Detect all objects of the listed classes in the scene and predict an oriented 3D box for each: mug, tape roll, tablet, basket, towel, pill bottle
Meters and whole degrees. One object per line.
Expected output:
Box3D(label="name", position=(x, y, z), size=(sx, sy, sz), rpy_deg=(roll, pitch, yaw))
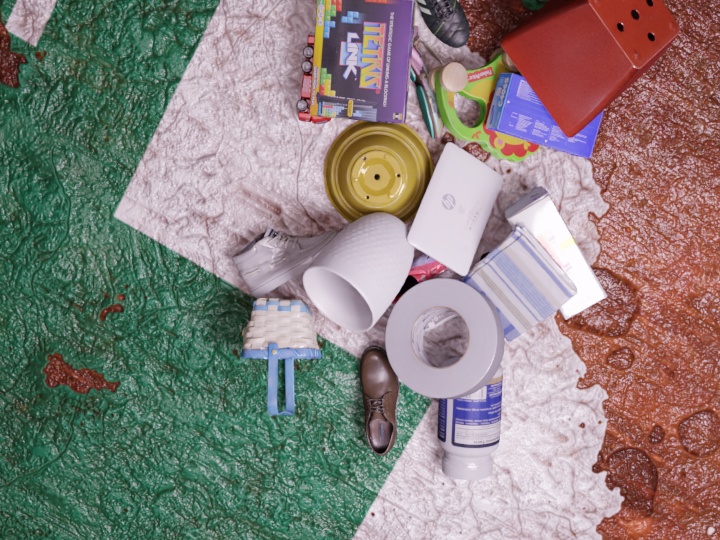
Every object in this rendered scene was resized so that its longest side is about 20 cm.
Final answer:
Box3D(label="mug", position=(0.000, 0.000, 1.610), size=(0.147, 0.200, 0.176), rpy_deg=(41, 59, -3))
Box3D(label="tape roll", position=(0.145, 0.117, 1.596), size=(0.198, 0.066, 0.203), rpy_deg=(-3, 81, 21))
Box3D(label="tablet", position=(0.166, -0.107, 1.612), size=(0.129, 0.014, 0.202), rpy_deg=(30, 71, -19))
Box3D(label="basket", position=(-0.139, 0.155, 1.653), size=(0.137, 0.176, 0.203), rpy_deg=(-5, 80, 3))
Box3D(label="towel", position=(0.262, 0.026, 1.574), size=(0.147, 0.024, 0.200), rpy_deg=(48, 141, 4))
Box3D(label="pill bottle", position=(0.195, 0.264, 1.674), size=(0.114, 0.116, 0.203), rpy_deg=(2, 99, 3))

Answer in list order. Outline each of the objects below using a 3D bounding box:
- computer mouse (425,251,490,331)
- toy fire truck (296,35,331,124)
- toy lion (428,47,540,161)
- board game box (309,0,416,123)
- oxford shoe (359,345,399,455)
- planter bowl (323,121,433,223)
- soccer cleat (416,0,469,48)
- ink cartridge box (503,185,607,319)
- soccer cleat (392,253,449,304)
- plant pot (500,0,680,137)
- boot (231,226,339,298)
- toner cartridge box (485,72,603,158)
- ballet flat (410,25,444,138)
Box3D(label="computer mouse", position=(0.163, 0.050, 1.681), size=(0.198, 0.044, 0.111), rpy_deg=(-20, 95, 3))
Box3D(label="toy fire truck", position=(-0.032, -0.353, 1.627), size=(0.139, 0.049, 0.203), rpy_deg=(8, 99, 3))
Box3D(label="toy lion", position=(0.232, -0.276, 1.595), size=(0.198, 0.069, 0.194), rpy_deg=(-19, 101, -17))
Box3D(label="board game box", position=(0.003, -0.354, 1.567), size=(0.163, 0.057, 0.203), rpy_deg=(6, 100, 8))
Box3D(label="oxford shoe", position=(0.037, 0.239, 1.697), size=(0.072, 0.084, 0.203), rpy_deg=(-8, 97, 6))
Box3D(label="planter bowl", position=(0.030, -0.166, 1.635), size=(0.197, 0.083, 0.203), rpy_deg=(0, 98, 3))
Box3D(label="soccer cleat", position=(0.123, -0.469, 1.584), size=(0.067, 0.081, 0.201), rpy_deg=(-30, 96, 7))
Box3D(label="ink cartridge box", position=(0.330, -0.033, 1.607), size=(0.083, 0.145, 0.201), rpy_deg=(-29, 96, 9))
Box3D(label="soccer cleat", position=(0.125, -0.007, 1.652), size=(0.199, 0.077, 0.067), rpy_deg=(-32, 112, 10))
Box3D(label="plant pot", position=(0.384, -0.369, 1.494), size=(0.199, 0.176, 0.201), rpy_deg=(-40, 96, -27))
Box3D(label="boot", position=(-0.135, -0.039, 1.668), size=(0.199, 0.074, 0.096), rpy_deg=(-31, 103, 8))
Box3D(label="toner cartridge box", position=(0.314, -0.261, 1.580), size=(0.198, 0.043, 0.096), rpy_deg=(13, 95, -26))
Box3D(label="ballet flat", position=(0.117, -0.332, 1.617), size=(0.070, 0.069, 0.202), rpy_deg=(-25, 94, -5))
